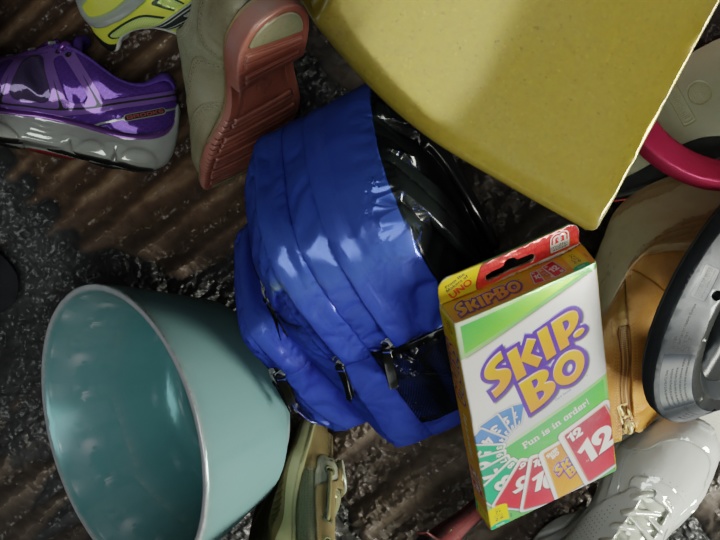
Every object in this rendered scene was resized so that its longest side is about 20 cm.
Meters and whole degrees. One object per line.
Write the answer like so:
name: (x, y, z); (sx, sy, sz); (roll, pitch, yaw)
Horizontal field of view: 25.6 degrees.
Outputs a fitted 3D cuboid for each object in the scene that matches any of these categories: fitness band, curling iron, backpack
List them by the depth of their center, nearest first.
backpack: (0.000, 0.000, 1.001); (0.167, 0.163, 0.201); (-24, 132, 8)
fitness band: (0.250, -0.142, 1.010); (0.143, 0.037, 0.200); (38, 83, 11)
curling iron: (0.055, 0.183, 1.101); (0.199, 0.050, 0.026); (-33, 68, -26)

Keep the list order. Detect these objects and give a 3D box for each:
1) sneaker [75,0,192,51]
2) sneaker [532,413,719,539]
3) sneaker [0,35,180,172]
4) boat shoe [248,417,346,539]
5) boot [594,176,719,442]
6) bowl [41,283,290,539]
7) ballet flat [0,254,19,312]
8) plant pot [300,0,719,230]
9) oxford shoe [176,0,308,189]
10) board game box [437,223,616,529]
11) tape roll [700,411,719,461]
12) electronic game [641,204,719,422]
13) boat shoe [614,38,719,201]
sneaker: (-0.091, -0.194, 1.036); (0.198, 0.076, 0.077); (-5, 123, 9)
sneaker: (0.184, 0.187, 1.099); (0.077, 0.100, 0.201); (27, 120, -7)
sneaker: (-0.218, -0.122, 1.065); (0.198, 0.081, 0.084); (12, 87, -6)
boat shoe: (-0.036, 0.177, 1.073); (0.063, 0.201, 0.074); (23, 118, -9)
boot: (0.195, 0.028, 1.048); (0.200, 0.071, 0.145); (-31, 130, -6)
bowl: (-0.121, 0.098, 1.072); (0.104, 0.200, 0.203); (-14, 112, -38)
ballet flat: (-0.335, -0.014, 1.093); (0.199, 0.073, 0.073); (27, 106, -6)
plant pot: (0.072, -0.173, 0.939); (0.199, 0.196, 0.195); (21, 107, -20)
oxford shoe: (-0.083, -0.127, 1.020); (0.074, 0.071, 0.200); (50, 149, 17)
board game box: (0.105, 0.068, 0.972); (0.095, 0.030, 0.201); (-23, 128, -12)
tape roll: (0.261, 0.034, 1.101); (0.201, 0.037, 0.205); (1, 106, 3)
electronic game: (0.244, 0.008, 0.990); (0.042, 0.199, 0.201); (36, 109, 32)
boat shoe: (0.225, -0.103, 1.051); (0.200, 0.063, 0.074); (-20, 76, 0)
